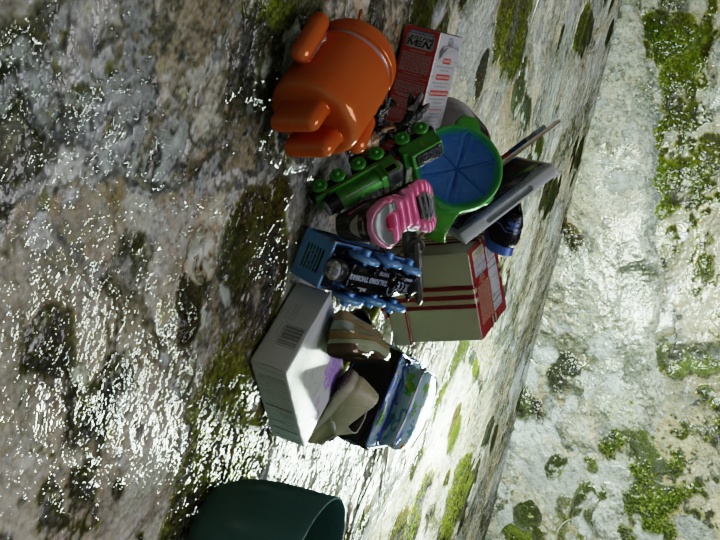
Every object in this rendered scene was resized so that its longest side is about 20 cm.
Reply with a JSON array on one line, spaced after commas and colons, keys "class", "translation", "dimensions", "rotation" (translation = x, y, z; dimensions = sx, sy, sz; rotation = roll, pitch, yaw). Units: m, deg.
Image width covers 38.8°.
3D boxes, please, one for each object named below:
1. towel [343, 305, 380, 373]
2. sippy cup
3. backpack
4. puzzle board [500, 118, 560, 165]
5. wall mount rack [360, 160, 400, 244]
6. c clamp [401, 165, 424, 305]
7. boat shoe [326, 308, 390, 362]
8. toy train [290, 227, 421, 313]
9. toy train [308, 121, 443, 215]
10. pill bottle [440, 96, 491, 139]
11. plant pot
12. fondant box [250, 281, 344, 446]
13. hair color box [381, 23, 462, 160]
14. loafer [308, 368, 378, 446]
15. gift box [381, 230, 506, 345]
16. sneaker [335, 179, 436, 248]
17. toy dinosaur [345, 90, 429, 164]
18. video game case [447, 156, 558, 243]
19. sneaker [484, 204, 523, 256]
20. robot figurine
[{"class": "towel", "translation": [0.012, 0.065, 1.611], "dimensions": [0.200, 0.018, 0.086], "rotation": [-61, -170, 0]}, {"class": "sippy cup", "translation": [0.139, -0.139, 1.570], "dimensions": [0.178, 0.140, 0.130], "rotation": [-38, 174, -11]}, {"class": "backpack", "translation": [0.045, 0.221, 1.756], "dimensions": [0.200, 0.147, 0.183], "rotation": [25, 86, -75]}, {"class": "puzzle board", "translation": [0.232, -0.180, 1.687], "dimensions": [0.151, 0.017, 0.200], "rotation": [-38, -179, -18]}, {"class": "wall mount rack", "translation": [0.032, -0.085, 1.578], "dimensions": [0.174, 0.074, 0.200], "rotation": [-107, -156, -62]}, {"class": "c clamp", "translation": [0.076, -0.050, 1.595], "dimensions": [0.200, 0.027, 0.171], "rotation": [-101, -172, -53]}, {"class": "boat shoe", "translation": [0.002, 0.093, 1.490], "dimensions": [0.200, 0.071, 0.076], "rotation": [41, 47, -75]}, {"class": "toy train", "translation": [0.000, 0.000, 1.427], "dimensions": [0.200, 0.114, 0.087], "rotation": [11, 106, -54]}, {"class": "toy train", "translation": [0.023, -0.134, 1.381], "dimensions": [0.200, 0.056, 0.042], "rotation": [-31, 148, -8]}, {"class": "pill bottle", "translation": [0.160, -0.219, 1.741], "dimensions": [0.200, 0.116, 0.116], "rotation": [13, 94, -71]}, {"class": "plant pot", "translation": [-0.134, 0.370, 1.356], "dimensions": [0.201, 0.161, 0.201], "rotation": [17, 90, -71]}, {"class": "fondant box", "translation": [-0.085, 0.135, 1.452], "dimensions": [0.200, 0.058, 0.144], "rotation": [84, 29, -52]}, {"class": "hair color box", "translation": [0.091, -0.272, 1.583], "dimensions": [0.111, 0.064, 0.200], "rotation": [-19, 126, -66]}, {"class": "loafer", "translation": [-0.030, 0.227, 1.590], "dimensions": [0.076, 0.068, 0.200], "rotation": [-57, 180, -36]}, {"class": "gift box", "translation": [0.134, 0.009, 1.774], "dimensions": [0.185, 0.186, 0.200], "rotation": [-32, 114, -63]}, {"class": "sneaker", "translation": [0.035, -0.078, 1.416], "dimensions": [0.200, 0.095, 0.079], "rotation": [-20, 102, -57]}, {"class": "toy dinosaur", "translation": [0.008, -0.202, 1.414], "dimensions": [0.136, 0.102, 0.200], "rotation": [-40, 164, -33]}, {"class": "video game case", "translation": [0.212, -0.118, 1.651], "dimensions": [0.182, 0.023, 0.200], "rotation": [-37, -168, 0]}, {"class": "sneaker", "translation": [0.236, -0.101, 1.734], "dimensions": [0.200, 0.070, 0.078], "rotation": [-102, -151, -59]}, {"class": "robot figurine", "translation": [-0.029, -0.217, 1.214], "dimensions": [0.117, 0.144, 0.200], "rotation": [-42, -164, 56]}]
